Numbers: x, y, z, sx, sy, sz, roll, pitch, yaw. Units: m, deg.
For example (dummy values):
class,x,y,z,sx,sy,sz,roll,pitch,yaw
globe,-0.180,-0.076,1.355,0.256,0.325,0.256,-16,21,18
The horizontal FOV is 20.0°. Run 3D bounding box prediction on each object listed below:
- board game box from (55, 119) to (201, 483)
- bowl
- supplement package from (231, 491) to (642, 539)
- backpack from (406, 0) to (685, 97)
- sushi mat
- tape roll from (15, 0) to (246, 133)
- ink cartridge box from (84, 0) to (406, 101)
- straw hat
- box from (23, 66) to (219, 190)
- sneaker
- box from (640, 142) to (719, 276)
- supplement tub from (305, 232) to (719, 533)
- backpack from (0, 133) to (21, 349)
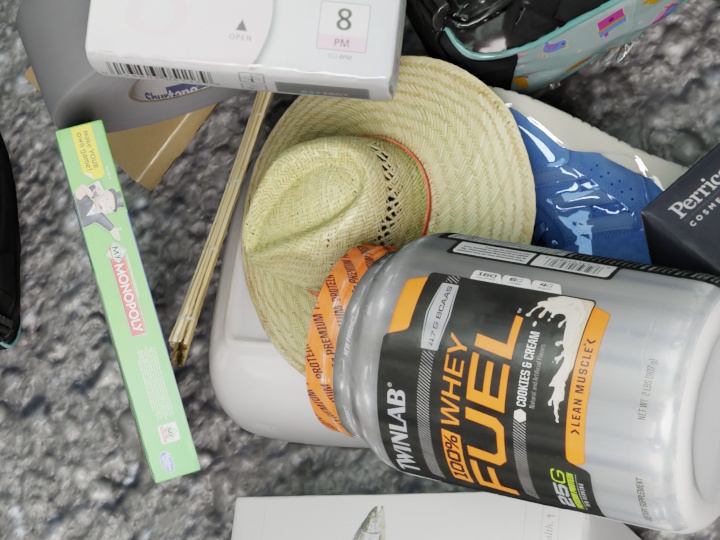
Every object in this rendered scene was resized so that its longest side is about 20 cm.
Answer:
class,x,y,z,sx,sy,sz,roll,pitch,yaw
board game box,-0.136,0.016,1.178,0.029,0.135,0.200,-16,94,-8
bowl,0.000,0.000,1.207,0.199,0.075,0.200,-1,67,27
supplement package,0.039,0.186,1.065,0.200,0.117,0.117,-5,66,25
backpack,0.111,-0.203,1.182,0.200,0.153,0.176,-29,74,-1
sushi mat,-0.075,-0.043,1.188,0.012,0.096,0.200,18,76,-2
tape roll,-0.099,-0.151,1.206,0.200,0.200,0.066,-23,83,15
ink cartridge box,-0.053,-0.195,1.086,0.162,0.057,0.201,5,83,4
straw hat,-0.013,-0.031,1.094,0.201,0.085,0.202,-3,84,36
box,-0.125,-0.171,1.364,0.200,0.021,0.163,-52,48,3
sneaker,0.101,-0.023,1.127,0.200,0.077,0.111,22,71,-3
box,0.281,-0.005,1.020,0.197,0.118,0.200,-40,53,-12
supplement tub,0.082,0.049,0.983,0.200,0.123,0.123,9,70,28
backpack,-0.304,-0.049,1.323,0.153,0.176,0.200,-12,57,17
